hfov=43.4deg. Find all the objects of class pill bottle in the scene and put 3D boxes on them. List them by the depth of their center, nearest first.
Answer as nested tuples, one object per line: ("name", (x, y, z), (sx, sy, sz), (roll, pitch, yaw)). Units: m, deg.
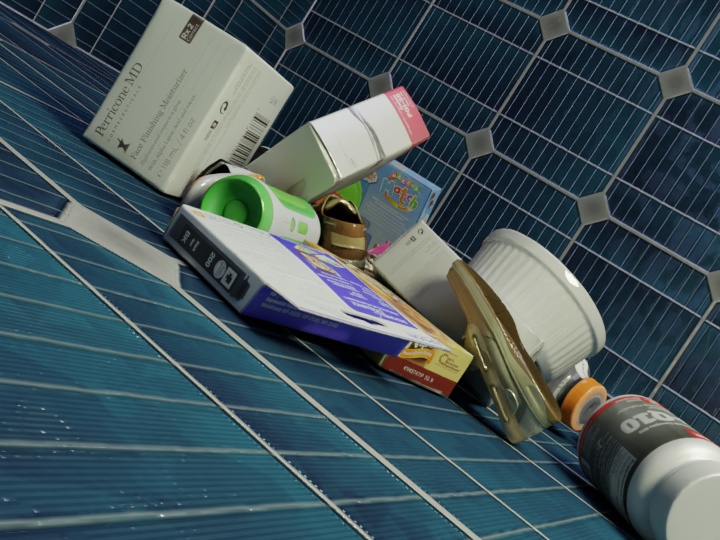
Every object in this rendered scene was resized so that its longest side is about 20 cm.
("pill bottle", (0.300, 0.205, 0.892), (0.113, 0.114, 0.200), (32, 5, -12))
("pill bottle", (0.245, 0.139, 1.262), (0.200, 0.107, 0.106), (37, 6, 41))

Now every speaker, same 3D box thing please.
("speaker", (-0.107, -0.054, 1.013), (0.088, 0.089, 0.200), (34, 5, 14))

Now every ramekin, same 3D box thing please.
("ramekin", (0.204, 0.054, 1.147), (0.202, 0.094, 0.203), (46, -14, 15))

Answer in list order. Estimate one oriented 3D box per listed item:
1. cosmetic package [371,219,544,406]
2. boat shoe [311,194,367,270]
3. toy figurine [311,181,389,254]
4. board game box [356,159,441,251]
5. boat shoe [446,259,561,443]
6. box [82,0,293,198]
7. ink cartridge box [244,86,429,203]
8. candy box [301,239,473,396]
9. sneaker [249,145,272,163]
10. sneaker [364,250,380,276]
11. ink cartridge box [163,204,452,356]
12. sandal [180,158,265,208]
("cosmetic package", (0.111, 0.050, 1.048), (0.200, 0.085, 0.108), (47, -10, 18))
("boat shoe", (-0.027, -0.057, 1.158), (0.075, 0.074, 0.200), (8, 17, -17))
("toy figurine", (-0.033, -0.070, 1.342), (0.184, 0.150, 0.200), (50, -6, 44))
("board game box", (0.027, -0.079, 1.469), (0.151, 0.201, 0.036), (35, 24, 26))
("boat shoe", (0.134, 0.082, 0.946), (0.201, 0.065, 0.072), (63, 19, 19))
("box", (-0.209, -0.202, 1.144), (0.130, 0.200, 0.200), (33, 5, 11))
("ink cartridge box", (-0.028, -0.153, 1.177), (0.200, 0.146, 0.083), (-31, 93, -46))
("candy box", (0.014, 0.048, 0.959), (0.115, 0.056, 0.200), (29, 6, -43))
("sneaker", (-0.123, -0.105, 1.274), (0.200, 0.076, 0.087), (55, 21, 22))
("sneaker", (0.000, 0.000, 1.224), (0.199, 0.076, 0.070), (30, 5, -29))
("ink cartridge box", (-0.047, 0.022, 0.799), (0.197, 0.044, 0.200), (19, 12, -45))
("sandal", (-0.171, -0.097, 1.061), (0.059, 0.079, 0.207), (36, 7, 10))
